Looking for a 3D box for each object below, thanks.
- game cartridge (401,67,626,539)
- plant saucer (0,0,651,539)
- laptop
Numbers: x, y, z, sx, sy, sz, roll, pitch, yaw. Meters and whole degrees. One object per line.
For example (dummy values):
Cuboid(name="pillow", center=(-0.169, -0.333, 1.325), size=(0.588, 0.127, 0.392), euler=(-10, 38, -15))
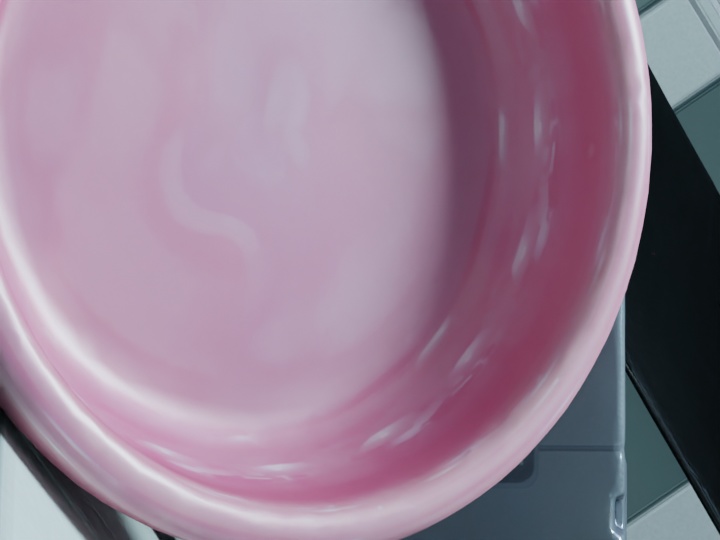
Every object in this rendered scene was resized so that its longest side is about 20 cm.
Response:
Cuboid(name="game cartridge", center=(0.006, -0.012, 0.691), size=(0.040, 0.132, 0.202), euler=(72, 19, -88))
Cuboid(name="plant saucer", center=(-0.021, -0.034, 0.612), size=(0.051, 0.201, 0.201), euler=(3, -48, 56))
Cuboid(name="laptop", center=(0.042, -0.006, 0.814), size=(0.188, 0.199, 0.117), euler=(-73, 169, -60))
